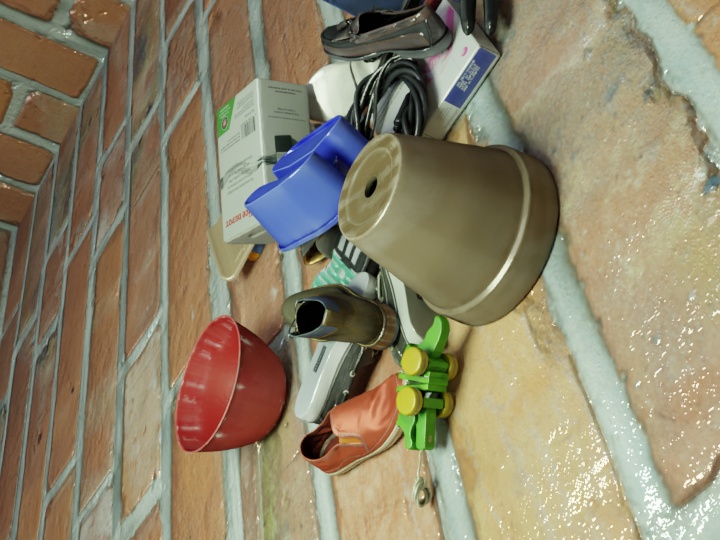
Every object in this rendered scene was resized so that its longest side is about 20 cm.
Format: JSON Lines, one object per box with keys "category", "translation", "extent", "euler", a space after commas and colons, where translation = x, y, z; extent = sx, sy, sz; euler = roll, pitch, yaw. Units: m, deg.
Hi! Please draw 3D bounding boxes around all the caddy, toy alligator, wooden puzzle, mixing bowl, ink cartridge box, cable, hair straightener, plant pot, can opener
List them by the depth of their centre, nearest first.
{"category": "plant pot", "translation": [0.077, -0.060, 1.034], "extent": [0.200, 0.173, 0.201], "euler": [-41, 39, 44]}
{"category": "toy alligator", "translation": [0.060, 0.147, 1.044], "extent": [0.054, 0.059, 0.201], "euler": [2, 82, 49]}
{"category": "caddy", "translation": [-0.049, -0.097, 1.189], "extent": [0.200, 0.105, 0.142], "euler": [-23, 28, 55]}
{"category": "can opener", "translation": [0.149, -0.361, 1.223], "extent": [0.063, 0.079, 0.201], "euler": [-9, 48, 8]}
{"category": "cable", "translation": [0.028, -0.180, 1.241], "extent": [0.163, 0.051, 0.201], "euler": [26, 98, 64]}
{"category": "ink cartridge box", "translation": [0.083, -0.251, 1.283], "extent": [0.197, 0.043, 0.200], "euler": [-56, 32, 26]}
{"category": "hair straightener", "translation": [0.044, -0.324, 1.321], "extent": [0.077, 0.041, 0.201], "euler": [36, 108, 21]}
{"category": "ink cartridge box", "translation": [-0.134, -0.147, 1.369], "extent": [0.146, 0.083, 0.201], "euler": [-19, 72, 56]}
{"category": "mixing bowl", "translation": [-0.174, 0.173, 1.399], "extent": [0.200, 0.108, 0.201], "euler": [-38, 43, 46]}
{"category": "wooden puzzle", "translation": [-0.184, -0.098, 1.661], "extent": [0.200, 0.046, 0.185], "euler": [-55, 32, 17]}

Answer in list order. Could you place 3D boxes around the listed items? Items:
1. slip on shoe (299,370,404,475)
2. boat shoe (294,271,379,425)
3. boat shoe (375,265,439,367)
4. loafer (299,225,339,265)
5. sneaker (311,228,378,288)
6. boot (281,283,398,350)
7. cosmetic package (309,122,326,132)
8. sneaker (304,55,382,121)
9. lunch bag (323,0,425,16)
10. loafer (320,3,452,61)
{"category": "slip on shoe", "translation": [-0.004, 0.180, 1.144], "extent": [0.200, 0.061, 0.074], "euler": [-43, 36, 39]}
{"category": "boat shoe", "translation": [-0.013, 0.102, 1.201], "extent": [0.201, 0.066, 0.070], "euler": [-67, 23, 3]}
{"category": "boat shoe", "translation": [0.046, 0.018, 1.146], "extent": [0.064, 0.070, 0.201], "euler": [-41, 41, 37]}
{"category": "loafer", "translation": [-0.030, -0.050, 1.338], "extent": [0.200, 0.072, 0.073], "euler": [166, 110, -67]}
{"category": "sneaker", "translation": [0.000, 0.000, 1.270], "extent": [0.075, 0.087, 0.200], "euler": [50, 145, 15]}
{"category": "boot", "translation": [-0.054, 0.045, 1.131], "extent": [0.199, 0.097, 0.075], "euler": [5, 83, 50]}
{"category": "cosmetic package", "translation": [-0.086, -0.137, 1.448], "extent": [0.200, 0.074, 0.102], "euler": [-24, 78, 52]}
{"category": "sneaker", "translation": [0.002, -0.283, 1.390], "extent": [0.200, 0.075, 0.089], "euler": [-36, 9, 11]}
{"category": "lunch bag", "translation": [0.037, -0.450, 1.389], "extent": [0.200, 0.135, 0.133], "euler": [-1, 72, 60]}
{"category": "loafer", "translation": [0.025, -0.312, 1.250], "extent": [0.199, 0.063, 0.072], "euler": [10, 56, 38]}
